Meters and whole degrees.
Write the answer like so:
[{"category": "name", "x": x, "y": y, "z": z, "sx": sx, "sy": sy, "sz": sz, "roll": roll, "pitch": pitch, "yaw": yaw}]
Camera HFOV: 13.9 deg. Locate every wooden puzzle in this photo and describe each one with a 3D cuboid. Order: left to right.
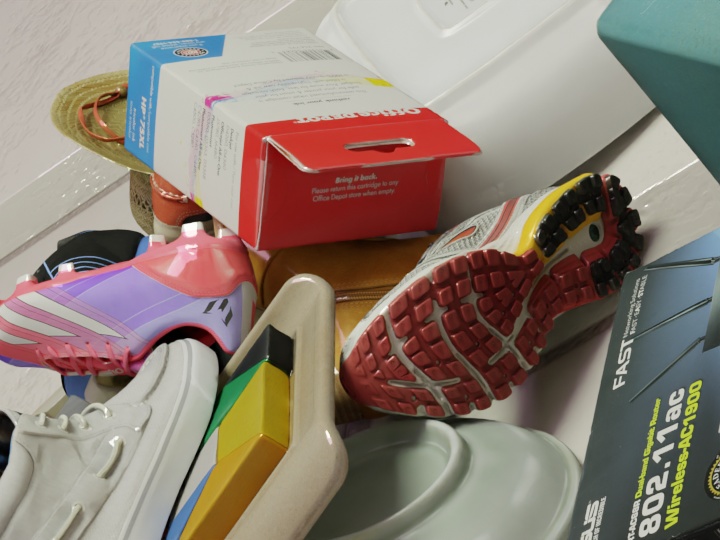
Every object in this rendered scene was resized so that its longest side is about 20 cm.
[{"category": "wooden puzzle", "x": -0.071, "y": 0.108, "z": 1.457, "sx": 0.185, "sy": 0.037, "sz": 0.200, "roll": -54, "pitch": 18, "yaw": 18}]

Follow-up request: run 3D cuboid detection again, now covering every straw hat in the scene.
[{"category": "straw hat", "x": -0.101, "y": -0.057, "z": 1.881, "sx": 0.201, "sy": 0.201, "sz": 0.085, "roll": -110, "pitch": 25, "yaw": -63}]

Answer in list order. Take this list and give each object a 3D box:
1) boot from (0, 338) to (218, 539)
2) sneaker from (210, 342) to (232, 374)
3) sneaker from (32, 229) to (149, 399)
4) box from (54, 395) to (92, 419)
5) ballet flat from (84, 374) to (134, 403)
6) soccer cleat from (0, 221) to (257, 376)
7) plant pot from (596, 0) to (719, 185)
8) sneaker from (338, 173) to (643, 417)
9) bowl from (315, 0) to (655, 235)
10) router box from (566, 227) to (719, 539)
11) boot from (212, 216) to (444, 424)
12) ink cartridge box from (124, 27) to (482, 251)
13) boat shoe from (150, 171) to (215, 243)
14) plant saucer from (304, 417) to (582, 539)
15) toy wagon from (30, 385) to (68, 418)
[{"category": "boot", "x": -0.138, "y": 0.087, "z": 1.474, "sx": 0.074, "sy": 0.096, "sz": 0.200, "roll": -50, "pitch": 15, "yaw": 36}, {"category": "sneaker", "x": -0.073, "y": 0.049, "z": 1.737, "sx": 0.104, "sy": 0.060, "sz": 0.200, "roll": -48, "pitch": 28, "yaw": 26}, {"category": "sneaker", "x": -0.166, "y": 0.030, "z": 1.781, "sx": 0.078, "sy": 0.070, "sz": 0.200, "roll": 2, "pitch": 21, "yaw": 7}, {"category": "box", "x": -0.188, "y": 0.187, "z": 1.581, "sx": 0.158, "sy": 0.048, "sz": 0.200, "roll": -58, "pitch": -6, "yaw": -45}, {"category": "ballet flat", "x": -0.116, "y": 0.089, "z": 1.656, "sx": 0.069, "sy": 0.071, "sz": 0.200, "roll": 110, "pitch": 154, "yaw": -48}, {"category": "soccer cleat", "x": -0.135, "y": 0.032, "z": 1.618, "sx": 0.200, "sy": 0.067, "sz": 0.077, "roll": -20, "pitch": 70, "yaw": 38}, {"category": "plant pot", "x": 0.245, "y": -0.103, "z": 1.376, "sx": 0.141, "sy": 0.141, "sz": 0.200, "roll": -50, "pitch": 34, "yaw": -10}, {"category": "sneaker", "x": 0.059, "y": 0.018, "z": 1.511, "sx": 0.200, "sy": 0.078, "sz": 0.082, "roll": -31, "pitch": 14, "yaw": -39}, {"category": "bowl", "x": 0.071, "y": -0.133, "z": 1.683, "sx": 0.200, "sy": 0.075, "sz": 0.200, "roll": -36, "pitch": 43, "yaw": 1}, {"category": "router box", "x": 0.175, "y": 0.060, "z": 1.311, "sx": 0.150, "sy": 0.062, "sz": 0.200, "roll": -30, "pitch": 31, "yaw": 39}, {"category": "boot", "x": 0.000, "y": 0.000, "z": 1.626, "sx": 0.144, "sy": 0.071, "sz": 0.201, "roll": -19, "pitch": 50, "yaw": 2}, {"category": "ink cartridge box", "x": -0.033, "y": -0.067, "z": 1.603, "sx": 0.200, "sy": 0.116, "sz": 0.067, "roll": 38, "pitch": 128, "yaw": 51}, {"category": "boat shoe", "x": -0.039, "y": -0.062, "z": 1.761, "sx": 0.200, "sy": 0.063, "sz": 0.071, "roll": -13, "pitch": 30, "yaw": -37}, {"category": "plant saucer", "x": 0.010, "y": 0.122, "z": 1.437, "sx": 0.200, "sy": 0.050, "sz": 0.200, "roll": -21, "pitch": 23, "yaw": 9}, {"category": "toy wagon", "x": -0.175, "y": 0.106, "z": 1.829, "sx": 0.155, "sy": 0.040, "sz": 0.200, "roll": -17, "pitch": 37, "yaw": 46}]
